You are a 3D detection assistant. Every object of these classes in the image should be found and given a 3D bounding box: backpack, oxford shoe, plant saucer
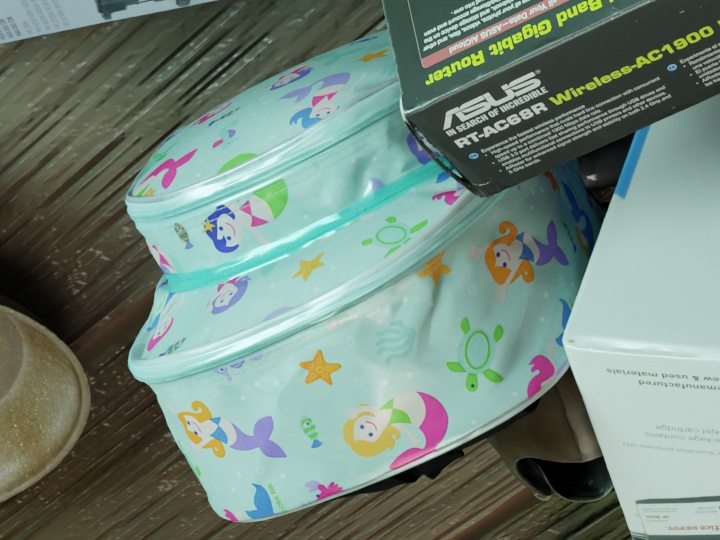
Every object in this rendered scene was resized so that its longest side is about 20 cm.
[{"bbox_3d":[0.000,0.000,0.975,0.177,0.200,0.151,-23,111,18],"label":"backpack"},{"bbox_3d":[0.076,0.065,1.149,0.072,0.085,0.200,-20,176,-3],"label":"oxford shoe"},{"bbox_3d":[-0.218,0.051,1.134,0.200,0.037,0.201,-8,145,-5],"label":"plant saucer"}]

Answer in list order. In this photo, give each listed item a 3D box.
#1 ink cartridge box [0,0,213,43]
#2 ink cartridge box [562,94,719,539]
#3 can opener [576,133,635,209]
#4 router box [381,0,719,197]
[{"bbox_3d":[-0.121,-0.117,0.892,0.199,0.042,0.119,-9,162,1],"label":"ink cartridge box"},{"bbox_3d":[0.153,0.038,0.983,0.084,0.145,0.200,5,142,24],"label":"ink cartridge box"},{"bbox_3d":[0.107,-0.034,1.102,0.199,0.053,0.066,-14,180,8],"label":"can opener"},{"bbox_3d":[0.099,-0.133,0.856,0.199,0.150,0.062,-24,143,19],"label":"router box"}]
